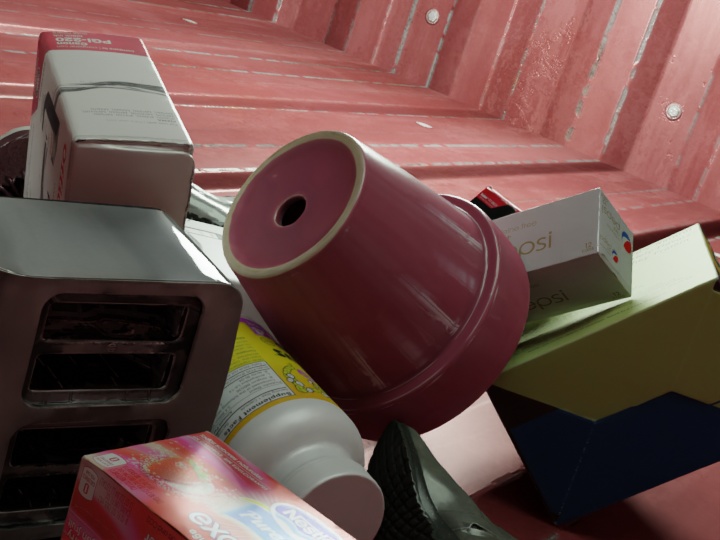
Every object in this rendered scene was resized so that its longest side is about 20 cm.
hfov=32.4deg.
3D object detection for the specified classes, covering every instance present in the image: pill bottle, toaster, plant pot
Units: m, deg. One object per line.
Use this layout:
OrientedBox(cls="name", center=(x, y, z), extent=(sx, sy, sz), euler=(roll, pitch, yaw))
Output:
OrientedBox(cls="pill bottle", center=(-0.064, 0.113, 0.822), extent=(0.104, 0.105, 0.200), euler=(7, 21, -35))
OrientedBox(cls="toaster", center=(-0.179, 0.058, 0.747), extent=(0.199, 0.182, 0.119), euler=(3, 25, -40))
OrientedBox(cls="plant pot", center=(0.000, 0.000, 0.925), extent=(0.179, 0.200, 0.200), euler=(45, -4, -40))

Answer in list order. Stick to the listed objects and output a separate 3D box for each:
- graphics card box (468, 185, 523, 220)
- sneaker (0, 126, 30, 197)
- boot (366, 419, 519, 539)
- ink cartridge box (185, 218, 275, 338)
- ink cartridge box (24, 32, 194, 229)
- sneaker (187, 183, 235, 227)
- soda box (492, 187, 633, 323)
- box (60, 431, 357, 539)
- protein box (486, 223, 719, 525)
OrientedBox(cls="graphics card box", center=(0.078, 0.020, 1.135), extent=(0.051, 0.200, 0.125), euler=(52, -2, -31))
OrientedBox(cls="sneaker", center=(-0.294, -0.061, 1.027), extent=(0.115, 0.076, 0.200), euler=(4, 38, 32))
OrientedBox(cls="boot", center=(0.083, 0.187, 0.842), extent=(0.130, 0.068, 0.200), euler=(17, 23, -25))
OrientedBox(cls="ink cartridge box", center=(-0.160, 0.011, 1.077), extent=(0.199, 0.085, 0.146), euler=(12, 18, -20))
OrientedBox(cls="ink cartridge box", center=(-0.188, -0.069, 0.897), extent=(0.084, 0.146, 0.200), euler=(0, 30, -24))
OrientedBox(cls="sneaker", center=(-0.175, -0.050, 1.284), extent=(0.199, 0.074, 0.079), euler=(13, 23, -21))
OrientedBox(cls="soda box", center=(0.118, 0.002, 1.009), extent=(0.064, 0.199, 0.068), euler=(44, 42, -37))
OrientedBox(cls="box", center=(-0.058, 0.178, 0.629), extent=(0.199, 0.103, 0.094), euler=(28, 18, 33))
OrientedBox(cls="protein box", center=(0.225, 0.080, 1.028), extent=(0.135, 0.198, 0.200), euler=(63, 16, -7))
